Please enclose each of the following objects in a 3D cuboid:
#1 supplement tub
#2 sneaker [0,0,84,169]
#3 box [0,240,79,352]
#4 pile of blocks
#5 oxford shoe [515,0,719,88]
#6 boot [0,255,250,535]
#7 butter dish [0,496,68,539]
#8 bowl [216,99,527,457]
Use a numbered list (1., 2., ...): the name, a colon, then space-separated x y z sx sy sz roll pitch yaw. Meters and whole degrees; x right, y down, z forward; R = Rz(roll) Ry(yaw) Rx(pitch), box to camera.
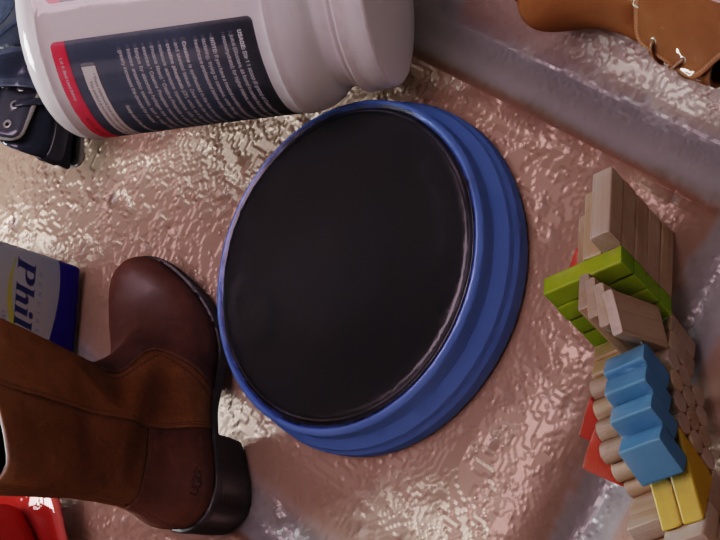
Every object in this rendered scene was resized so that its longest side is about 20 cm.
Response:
1. supplement tub: -0.080 -0.153 1.158 0.198 0.140 0.142 -5 71 16
2. sneaker: -0.164 -0.142 1.292 0.201 0.077 0.147 -12 66 39
3. box: -0.308 0.039 1.274 0.183 0.199 0.106 -11 71 37
4. pile of blocks: 0.122 0.054 0.994 0.062 0.082 0.201 -25 62 31
5. oxford shoe: 0.158 -0.128 1.033 0.199 0.071 0.072 4 84 39
6. boot: -0.160 0.054 1.147 0.068 0.199 0.190 -27 60 30
7. butter dish: -0.272 0.226 1.221 0.199 0.147 0.201 -33 58 28
8. bowl: 0.000 0.000 1.141 0.200 0.039 0.202 -14 68 36
